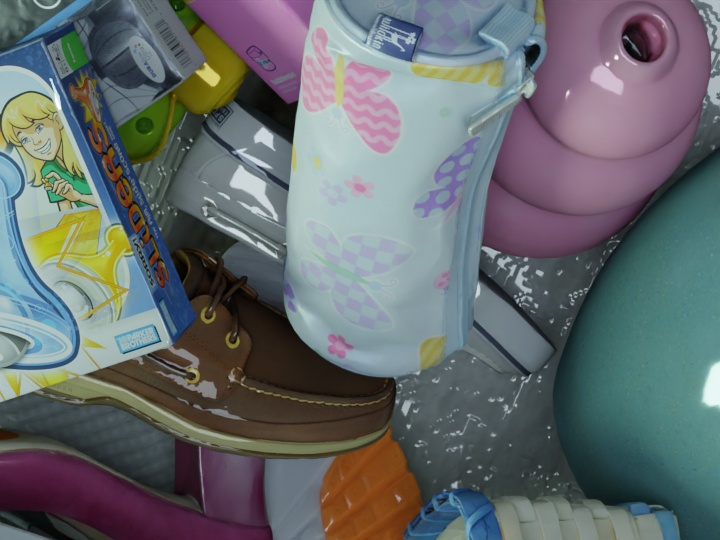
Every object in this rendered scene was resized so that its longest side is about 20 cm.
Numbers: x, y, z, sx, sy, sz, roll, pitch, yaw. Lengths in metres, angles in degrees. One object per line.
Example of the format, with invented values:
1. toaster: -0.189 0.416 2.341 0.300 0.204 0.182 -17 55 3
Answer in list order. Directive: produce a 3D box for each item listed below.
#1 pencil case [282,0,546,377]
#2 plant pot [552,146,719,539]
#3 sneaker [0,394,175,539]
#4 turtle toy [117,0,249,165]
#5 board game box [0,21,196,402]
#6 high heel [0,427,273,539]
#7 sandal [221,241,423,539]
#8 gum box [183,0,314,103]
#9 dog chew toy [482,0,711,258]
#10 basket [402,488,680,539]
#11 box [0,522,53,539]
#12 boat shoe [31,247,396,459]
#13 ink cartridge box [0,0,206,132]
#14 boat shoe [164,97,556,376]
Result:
1. pencil case: 0.018 -0.045 0.832 0.090 0.083 0.201 20 140 7
2. plant pot: 0.166 0.056 0.931 0.134 0.200 0.201 -29 97 30
3. sneaker: -0.138 0.089 0.990 0.200 0.079 0.079 42 53 -18
4. turtle toy: -0.116 -0.121 0.942 0.200 0.101 0.146 -44 95 7
5. board game box: -0.184 -0.006 0.866 0.198 0.034 0.136 -19 103 19
6. high heel: -0.132 0.119 0.912 0.198 0.067 0.097 0 94 -28
7. sandal: -0.021 0.086 0.997 0.078 0.059 0.209 -13 79 -14
8. gum box: -0.002 -0.187 0.899 0.113 0.066 0.201 43 67 -18
9. dog chew toy: 0.090 -0.075 0.890 0.123 0.200 0.126 1 82 -11
10. basket: 0.037 0.167 0.873 0.198 0.177 0.140 -3 71 -9
11. box: -0.161 0.134 0.869 0.155 0.200 0.042 22 74 -21
12. boat shoe: -0.076 0.029 0.914 0.198 0.072 0.068 15 121 -8
13. ink cartridge box: -0.171 -0.074 0.880 0.199 0.039 0.100 -32 100 23
14. boat shoe: 0.000 0.000 0.960 0.199 0.072 0.066 35 96 -20
